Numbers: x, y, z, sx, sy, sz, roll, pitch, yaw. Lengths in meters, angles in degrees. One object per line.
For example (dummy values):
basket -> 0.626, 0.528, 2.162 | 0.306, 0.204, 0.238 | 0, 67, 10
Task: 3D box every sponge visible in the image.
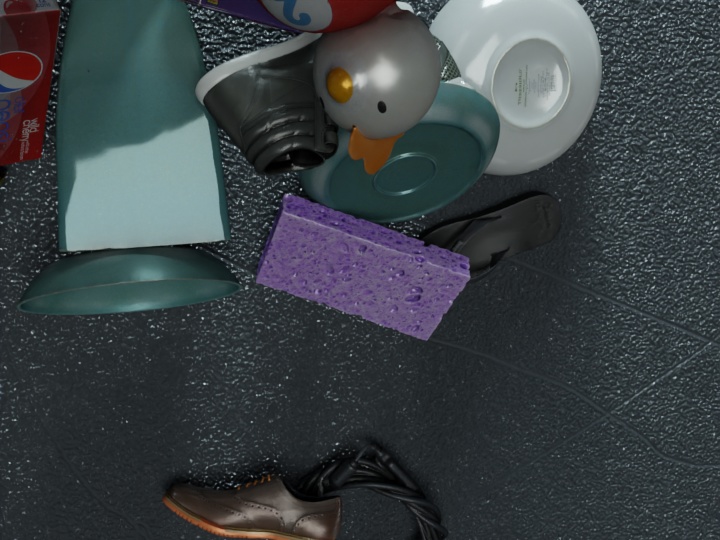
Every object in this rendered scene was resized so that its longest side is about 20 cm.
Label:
sponge -> 0.000, 0.000, 0.827 | 0.196, 0.030, 0.112 | 19, 137, -12

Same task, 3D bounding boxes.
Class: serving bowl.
serving bowl -> 0.158, -0.190, 0.823 | 0.196, 0.066, 0.204 | -4, 109, -13

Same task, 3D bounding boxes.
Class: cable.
cable -> 0.010, 0.304, 0.957 | 0.163, 0.051, 0.201 | -40, 113, 2

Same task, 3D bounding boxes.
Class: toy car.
toy car -> 0.000, -0.160, 0.572 | 0.181, 0.176, 0.204 | 8, 116, 31

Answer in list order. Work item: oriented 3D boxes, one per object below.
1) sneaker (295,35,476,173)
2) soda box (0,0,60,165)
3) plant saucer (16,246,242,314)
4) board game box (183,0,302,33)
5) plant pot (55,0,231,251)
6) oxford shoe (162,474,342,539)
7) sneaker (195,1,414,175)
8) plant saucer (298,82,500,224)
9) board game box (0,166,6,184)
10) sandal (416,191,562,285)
sneaker -> 0.010, -0.158, 0.795 | 0.197, 0.077, 0.093 | -23, 82, 13
soda box -> -0.287, -0.161, 0.653 | 0.069, 0.200, 0.064 | -18, 74, -32
plant saucer -> -0.206, 0.009, 0.747 | 0.196, 0.200, 0.037 | -5, 82, -12
board game box -> -0.052, -0.287, 0.686 | 0.198, 0.056, 0.169 | -2, 111, -48
plant pot -> -0.193, -0.130, 0.721 | 0.138, 0.141, 0.205 | -5, 101, -12
oxford shoe -> -0.115, 0.253, 0.901 | 0.196, 0.071, 0.074 | 15, 85, -4
sneaker -> -0.026, -0.144, 0.674 | 0.198, 0.071, 0.100 | -28, 86, -17
plant saucer -> 0.040, -0.098, 0.776 | 0.196, 0.028, 0.201 | -12, 153, -6
board game box -> -0.444, -0.065, 0.725 | 0.198, 0.057, 0.167 | 31, 100, -21
sandal -> 0.126, -0.026, 0.880 | 0.198, 0.043, 0.077 | -29, 113, -3
